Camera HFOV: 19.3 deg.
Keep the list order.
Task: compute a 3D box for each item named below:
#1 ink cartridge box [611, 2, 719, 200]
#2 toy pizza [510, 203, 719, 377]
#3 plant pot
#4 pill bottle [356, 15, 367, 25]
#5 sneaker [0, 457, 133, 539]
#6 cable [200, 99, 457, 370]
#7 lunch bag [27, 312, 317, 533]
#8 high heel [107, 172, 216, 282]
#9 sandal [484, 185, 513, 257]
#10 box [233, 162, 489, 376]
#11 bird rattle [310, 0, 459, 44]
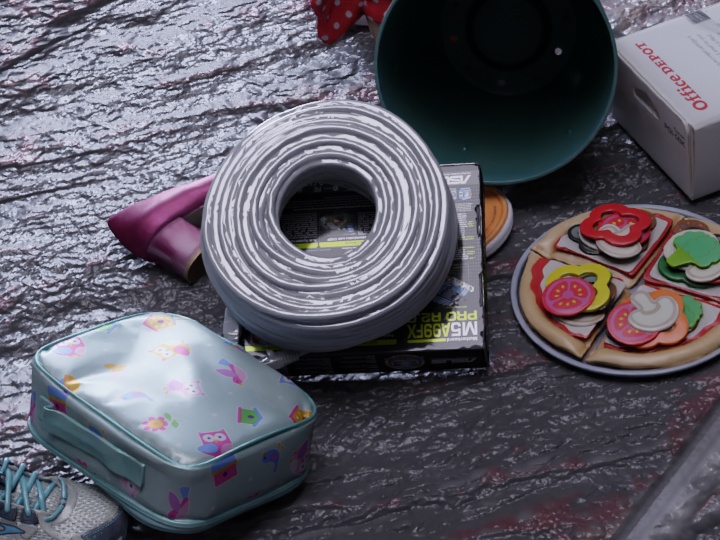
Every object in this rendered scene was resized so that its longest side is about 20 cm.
[{"bbox_3d":[0.331,-0.159,1.811,0.200,0.083,0.147,-20,43,-14],"label":"ink cartridge box"},{"bbox_3d":[0.219,0.007,1.682,0.200,0.032,0.200,-4,42,4],"label":"toy pizza"},{"bbox_3d":[0.122,-0.190,1.802,0.200,0.201,0.161,0,18,9],"label":"plant pot"},{"bbox_3d":[-0.015,-0.335,2.034,0.119,0.120,0.200,-18,43,-11],"label":"pill bottle"},{"bbox_3d":[-0.266,0.172,1.533,0.199,0.086,0.078,-1,42,7],"label":"sneaker"},{"bbox_3d":[-0.026,-0.036,1.626,0.199,0.069,0.200,-15,66,1],"label":"cable"},{"bbox_3d":[-0.146,0.110,1.567,0.200,0.077,0.160,29,37,35],"label":"lunch bag"},{"bbox_3d":[-0.121,-0.077,1.805,0.096,0.067,0.200,31,67,23],"label":"high heel"},{"bbox_3d":[0.035,-0.029,1.730,0.206,0.059,0.079,-24,44,-18],"label":"sandal"},{"bbox_3d":[0.000,0.000,1.670,0.199,0.044,0.161,-3,67,6],"label":"box"},{"bbox_3d":[0.055,-0.251,1.899,0.200,0.163,0.113,-37,23,-6],"label":"bird rattle"}]
